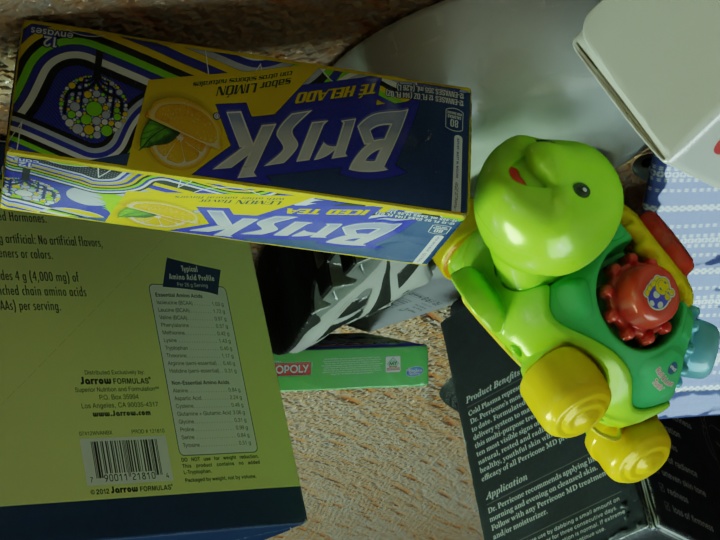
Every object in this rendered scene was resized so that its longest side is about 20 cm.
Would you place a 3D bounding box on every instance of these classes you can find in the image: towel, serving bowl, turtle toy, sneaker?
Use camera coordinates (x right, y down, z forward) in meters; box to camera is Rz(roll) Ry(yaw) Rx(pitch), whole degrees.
[{"bbox_3d":[0.212,0.004,0.975,0.144,0.024,0.201,-3,130,-9],"label":"towel"},{"bbox_3d":[0.079,-0.076,0.905,0.199,0.066,0.200,-11,165,-3],"label":"serving bowl"},{"bbox_3d":[0.105,0.006,0.866,0.101,0.146,0.200,-39,143,10],"label":"turtle toy"},{"bbox_3d":[0.000,0.000,1.084,0.088,0.074,0.200,-2,161,-28],"label":"sneaker"}]

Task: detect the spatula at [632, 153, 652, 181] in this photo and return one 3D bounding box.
[{"bbox_3d":[0.244,-0.036,1.053,0.057,0.200,0.021,-49,142,-21],"label":"spatula"}]

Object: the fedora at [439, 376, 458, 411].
[{"bbox_3d":[0.149,0.046,1.324,0.200,0.092,0.201,-9,162,-3],"label":"fedora"}]

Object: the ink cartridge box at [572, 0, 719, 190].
[{"bbox_3d":[0.212,-0.097,0.786,0.200,0.084,0.146,17,125,-48],"label":"ink cartridge box"}]

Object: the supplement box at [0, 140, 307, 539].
[{"bbox_3d":[-0.159,0.054,0.912,0.200,0.201,0.134,3,158,-43],"label":"supplement box"}]

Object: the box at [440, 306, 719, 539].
[{"bbox_3d":[0.170,0.119,1.138,0.124,0.197,0.200,-30,142,30],"label":"box"}]

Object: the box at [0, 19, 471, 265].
[{"bbox_3d":[-0.055,-0.054,0.789,0.199,0.065,0.070,7,160,-12],"label":"box"}]

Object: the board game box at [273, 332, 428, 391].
[{"bbox_3d":[-0.070,0.062,1.204,0.199,0.029,0.135,-1,-179,-19],"label":"board game box"}]

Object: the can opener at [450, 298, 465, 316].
[{"bbox_3d":[0.150,0.006,1.203,0.199,0.053,0.067,-17,132,14],"label":"can opener"}]

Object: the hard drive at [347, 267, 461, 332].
[{"bbox_3d":[0.067,-0.007,1.202,0.199,0.027,0.132,-19,163,21],"label":"hard drive"}]
